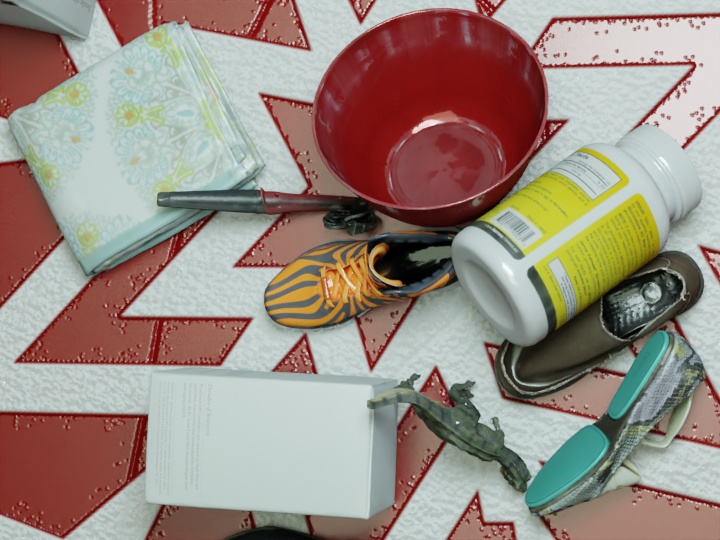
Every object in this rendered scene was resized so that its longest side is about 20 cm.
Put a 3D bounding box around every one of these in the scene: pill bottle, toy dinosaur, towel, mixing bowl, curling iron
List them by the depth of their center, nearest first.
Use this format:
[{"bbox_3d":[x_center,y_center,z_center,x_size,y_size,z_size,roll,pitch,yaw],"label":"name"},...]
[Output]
[{"bbox_3d":[0.184,-0.034,1.410,0.200,0.112,0.113,-34,81,-15],"label":"pill bottle"},{"bbox_3d":[0.066,-0.112,1.445,0.199,0.108,0.201,-5,60,9],"label":"mixing bowl"},{"bbox_3d":[0.074,0.125,1.450,0.200,0.088,0.047,30,109,-31],"label":"toy dinosaur"},{"bbox_3d":[-0.081,-0.059,1.500,0.199,0.050,0.026,7,112,-5],"label":"curling iron"},{"bbox_3d":[-0.206,-0.113,1.552,0.200,0.048,0.172,-29,80,9],"label":"towel"}]

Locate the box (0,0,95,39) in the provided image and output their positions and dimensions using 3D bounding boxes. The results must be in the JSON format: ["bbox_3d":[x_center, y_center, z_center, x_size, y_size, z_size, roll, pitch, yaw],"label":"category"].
[{"bbox_3d":[-0.354,-0.302,1.509,0.198,0.200,0.131,12,89,12],"label":"box"}]

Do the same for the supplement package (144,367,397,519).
[{"bbox_3d":[-0.075,0.149,1.480,0.199,0.117,0.118,2,89,13],"label":"supplement package"}]

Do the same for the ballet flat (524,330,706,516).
[{"bbox_3d":[0.226,0.145,1.444,0.072,0.072,0.200,40,100,10],"label":"ballet flat"}]

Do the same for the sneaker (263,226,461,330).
[{"bbox_3d":[0.000,0.000,1.470,0.199,0.112,0.078,-18,85,11],"label":"sneaker"}]

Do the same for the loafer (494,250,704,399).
[{"bbox_3d":[0.199,0.042,1.447,0.200,0.071,0.073,-34,82,9],"label":"loafer"}]

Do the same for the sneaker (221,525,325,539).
[{"bbox_3d":[-0.057,0.270,1.476,0.199,0.114,0.077,6,88,14],"label":"sneaker"}]
